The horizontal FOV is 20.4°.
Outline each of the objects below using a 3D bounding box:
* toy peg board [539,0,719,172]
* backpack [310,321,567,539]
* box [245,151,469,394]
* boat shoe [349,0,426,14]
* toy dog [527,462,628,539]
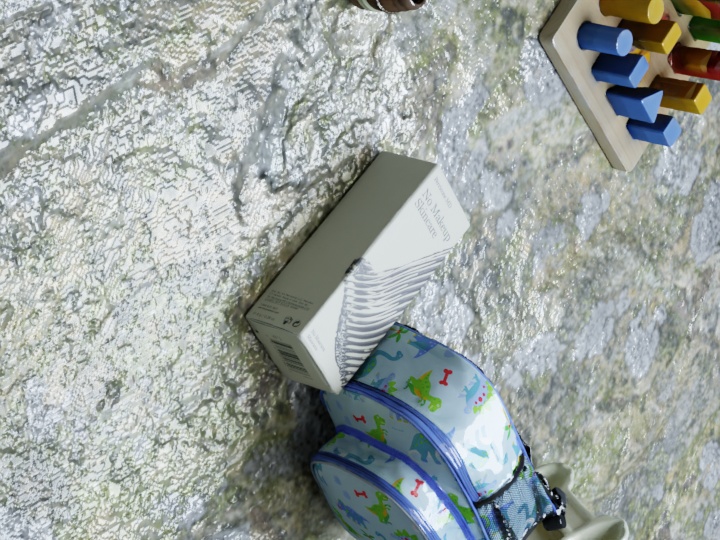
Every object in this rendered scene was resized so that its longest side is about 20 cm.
[{"bbox_3d":[0.290,-0.223,1.889,0.200,0.098,0.200,-57,136,-19],"label":"toy peg board"},{"bbox_3d":[0.051,0.156,1.681,0.147,0.183,0.201,-44,132,-25],"label":"backpack"},{"bbox_3d":[0.000,0.000,1.662,0.200,0.068,0.082,-52,133,-23],"label":"box"},{"bbox_3d":[0.045,-0.306,1.608,0.074,0.075,0.204,-3,104,-47],"label":"boat shoe"},{"bbox_3d":[0.193,0.325,1.932,0.194,0.139,0.201,-37,128,-18],"label":"toy dog"}]
